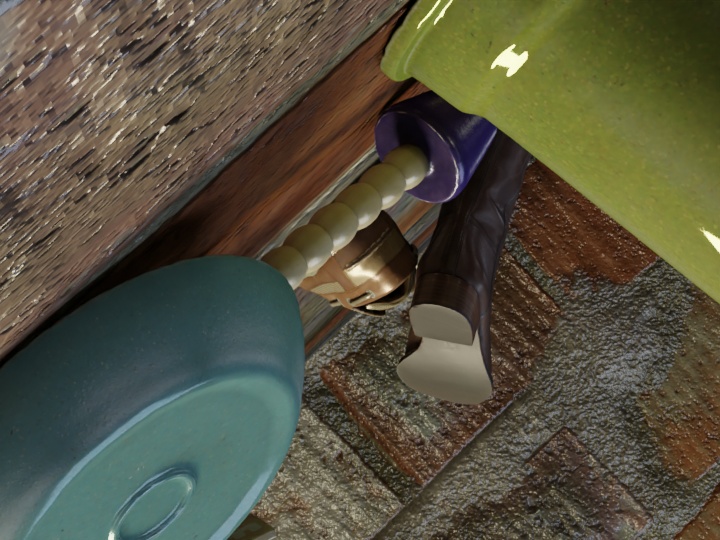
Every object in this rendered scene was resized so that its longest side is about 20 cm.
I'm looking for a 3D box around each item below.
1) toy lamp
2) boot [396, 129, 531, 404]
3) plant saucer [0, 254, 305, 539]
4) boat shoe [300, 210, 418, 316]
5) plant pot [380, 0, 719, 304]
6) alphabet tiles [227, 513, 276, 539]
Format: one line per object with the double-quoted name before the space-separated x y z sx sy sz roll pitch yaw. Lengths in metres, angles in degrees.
"toy lamp" -0.006 -0.028 0.756 0.200 0.058 0.058 -39 175 -33
"boot" 0.081 -0.027 1.050 0.186 0.064 0.200 92 13 -65
"plant saucer" -0.090 0.083 0.619 0.200 0.036 0.200 -36 153 -22
"boat shoe" 0.000 0.000 1.054 0.076 0.072 0.200 -44 177 -3
"plant pot" 0.142 -0.087 0.646 0.200 0.184 0.200 -43 177 -3
"alphabet tiles" -0.142 0.164 0.872 0.167 0.008 0.200 -22 -168 -20
